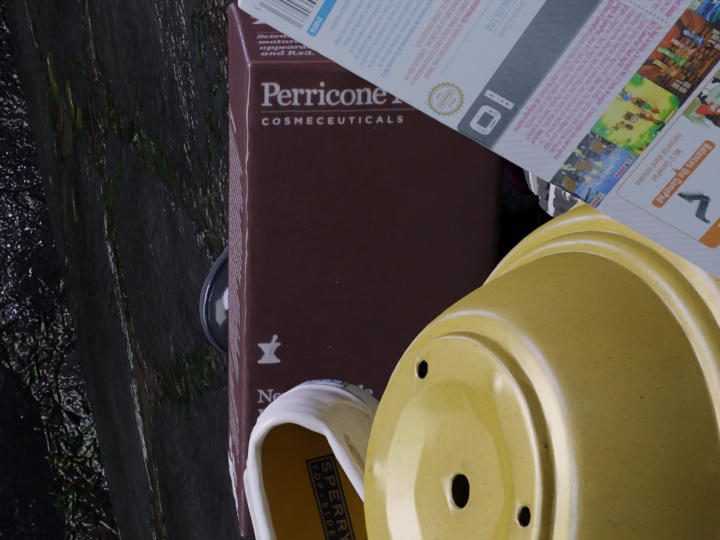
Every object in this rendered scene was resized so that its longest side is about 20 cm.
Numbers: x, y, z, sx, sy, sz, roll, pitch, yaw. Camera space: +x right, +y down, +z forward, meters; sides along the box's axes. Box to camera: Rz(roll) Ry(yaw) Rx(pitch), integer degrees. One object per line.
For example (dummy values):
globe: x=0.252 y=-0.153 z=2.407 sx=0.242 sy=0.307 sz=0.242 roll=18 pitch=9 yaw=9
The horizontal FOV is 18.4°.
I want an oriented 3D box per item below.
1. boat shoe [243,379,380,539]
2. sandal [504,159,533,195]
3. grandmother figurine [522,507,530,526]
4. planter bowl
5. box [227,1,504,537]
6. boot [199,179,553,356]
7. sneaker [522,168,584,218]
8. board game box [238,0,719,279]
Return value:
boat shoe: x=0.007 y=0.136 z=0.752 sx=0.070 sy=0.070 sz=0.201 roll=-15 pitch=-91 yaw=-77
sandal: x=0.068 y=-0.061 z=0.884 sx=0.076 sy=0.048 sz=0.200 roll=60 pitch=-172 yaw=-4
grandmother figurine: x=0.087 y=0.129 z=0.739 sx=0.121 sy=0.060 sz=0.201 roll=-49 pitch=46 yaw=39
planter bowl: x=0.058 y=0.066 z=0.663 sx=0.200 sy=0.083 sz=0.202 roll=-8 pitch=81 yaw=56
box: x=0.000 y=0.000 z=0.858 sx=0.075 sy=0.099 sz=0.201 roll=-109 pitch=18 yaw=-65
boot: x=0.014 y=-0.001 z=1.040 sx=0.066 sy=0.164 sz=0.200 roll=60 pitch=170 yaw=-15
sneaker: x=0.108 y=-0.101 z=0.726 sx=0.077 sy=0.084 sz=0.201 roll=-122 pitch=42 yaw=-52
board game box: x=0.089 y=-0.081 z=0.558 sx=0.148 sy=0.199 sz=0.064 roll=-53 pitch=9 yaw=50
